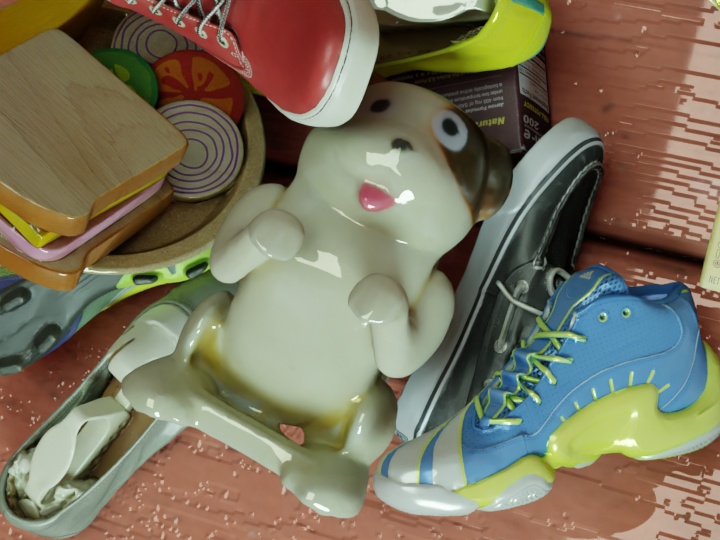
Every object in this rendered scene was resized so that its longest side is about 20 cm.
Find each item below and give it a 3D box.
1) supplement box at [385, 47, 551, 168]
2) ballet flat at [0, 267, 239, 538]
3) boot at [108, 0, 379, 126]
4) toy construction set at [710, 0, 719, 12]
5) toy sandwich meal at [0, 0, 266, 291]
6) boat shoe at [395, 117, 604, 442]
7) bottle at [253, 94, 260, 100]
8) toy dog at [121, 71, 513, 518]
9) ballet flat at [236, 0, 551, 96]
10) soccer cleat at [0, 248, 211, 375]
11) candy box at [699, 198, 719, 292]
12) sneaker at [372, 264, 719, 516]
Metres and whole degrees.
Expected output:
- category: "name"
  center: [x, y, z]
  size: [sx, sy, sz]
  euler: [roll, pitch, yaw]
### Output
- category: "supplement box"
  center: [0.044, -0.149, 1.157]
  size: [0.108, 0.061, 0.202]
  euler: [-8, 77, 23]
- category: "ballet flat"
  center: [-0.135, 0.076, 1.192]
  size: [0.067, 0.064, 0.200]
  euler: [44, 98, 24]
- category: "boot"
  center: [-0.082, -0.134, 1.020]
  size: [0.200, 0.143, 0.073]
  euler: [41, 112, 59]
- category: "toy construction set"
  center: [0.271, -0.167, 1.029]
  size: [0.199, 0.092, 0.132]
  euler: [-25, 108, 30]
- category: "toy sandwich meal"
  center: [-0.141, -0.083, 1.079]
  size: [0.204, 0.070, 0.206]
  euler: [8, 54, -11]
- category: "boat shoe"
  center: [0.089, 0.019, 1.101]
  size: [0.068, 0.073, 0.200]
  euler: [31, 94, 29]
- category: "bottle"
  center: [-0.075, -0.161, 1.207]
  size: [0.083, 0.065, 0.201]
  euler: [17, 88, 23]
- category: "toy dog"
  center: [0.000, 0.000, 1.070]
  size: [0.139, 0.194, 0.201]
  euler: [32, 108, 16]
- category: "ballet flat"
  center: [0.004, -0.134, 1.102]
  size: [0.199, 0.067, 0.067]
  euler: [-3, 80, 26]
- category: "soccer cleat"
  center: [-0.149, -0.011, 1.212]
  size: [0.199, 0.084, 0.065]
  euler: [-30, 113, 8]
- category: "candy box"
  center: [0.244, -0.070, 1.001]
  size: [0.115, 0.055, 0.201]
  euler: [17, 122, 14]
- category: "sneaker"
  center: [0.092, 0.054, 1.045]
  size: [0.076, 0.199, 0.106]
  euler: [14, 115, 64]
